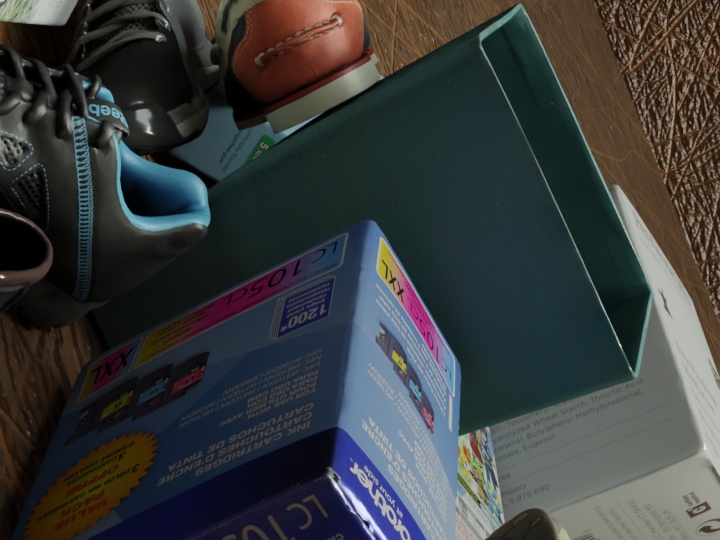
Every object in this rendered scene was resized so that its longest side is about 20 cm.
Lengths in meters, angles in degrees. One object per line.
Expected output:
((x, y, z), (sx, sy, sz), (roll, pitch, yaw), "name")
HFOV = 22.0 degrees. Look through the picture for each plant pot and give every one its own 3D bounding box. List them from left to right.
((0.000, 0.000, 0.773), (0.142, 0.199, 0.141), (64, 17, -7), "plant pot")

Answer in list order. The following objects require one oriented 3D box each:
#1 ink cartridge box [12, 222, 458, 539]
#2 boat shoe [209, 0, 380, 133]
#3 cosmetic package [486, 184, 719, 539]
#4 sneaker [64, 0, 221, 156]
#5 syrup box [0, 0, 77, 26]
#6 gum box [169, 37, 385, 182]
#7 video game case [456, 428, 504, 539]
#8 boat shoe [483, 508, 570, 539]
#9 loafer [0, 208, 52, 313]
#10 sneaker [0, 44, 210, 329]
((-0.041, 0.082, 0.611), (0.076, 0.136, 0.200), (56, 18, -23), "ink cartridge box")
((-0.033, -0.099, 0.792), (0.063, 0.071, 0.200), (61, -1, -8), "boat shoe")
((0.137, 0.091, 1.152), (0.165, 0.164, 0.201), (48, 24, -50), "cosmetic package")
((-0.108, -0.116, 0.787), (0.200, 0.075, 0.116), (-93, 172, -74), "sneaker")
((-0.137, -0.139, 0.640), (0.081, 0.079, 0.200), (30, 7, -2), "syrup box")
((0.004, -0.055, 0.977), (0.200, 0.045, 0.170), (31, 22, -12), "gum box")
((0.026, 0.092, 0.952), (0.200, 0.022, 0.183), (53, 20, -36), "video game case")
((0.096, 0.181, 0.818), (0.073, 0.074, 0.200), (49, 14, -20), "boat shoe")
((-0.161, -0.017, 0.526), (0.200, 0.063, 0.072), (27, 41, -66), "loafer")
((-0.130, -0.057, 0.650), (0.200, 0.082, 0.073), (45, 28, -48), "sneaker")
